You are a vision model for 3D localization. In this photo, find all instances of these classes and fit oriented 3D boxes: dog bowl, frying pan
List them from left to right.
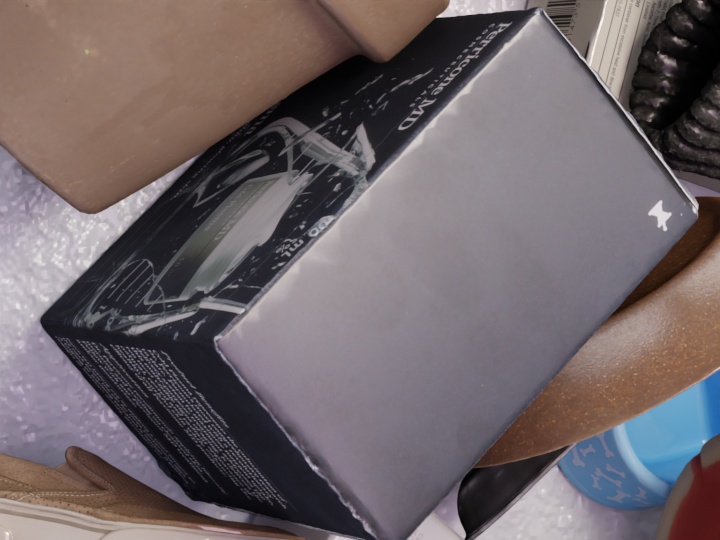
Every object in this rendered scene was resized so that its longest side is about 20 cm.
[{"bbox_3d":[0.108,0.051,1.320,0.031,0.115,0.190,45,109,2],"label":"frying pan"},{"bbox_3d":[0.186,0.053,1.440,0.200,0.050,0.112,-12,98,-27],"label":"dog bowl"}]

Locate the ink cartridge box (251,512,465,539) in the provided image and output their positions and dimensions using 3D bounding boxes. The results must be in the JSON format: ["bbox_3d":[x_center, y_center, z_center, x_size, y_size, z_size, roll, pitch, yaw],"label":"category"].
[{"bbox_3d":[0.017,0.200,1.341,0.200,0.086,0.148,44,73,-23],"label":"ink cartridge box"}]

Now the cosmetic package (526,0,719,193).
[{"bbox_3d":[0.177,-0.092,1.414,0.200,0.073,0.104,19,84,-27],"label":"cosmetic package"}]

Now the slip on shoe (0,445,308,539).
[{"bbox_3d":[-0.117,0.103,1.252,0.200,0.076,0.061,4,68,2],"label":"slip on shoe"}]

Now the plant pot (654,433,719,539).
[{"bbox_3d":[0.238,0.155,1.360,0.177,0.200,0.201,10,88,-17],"label":"plant pot"}]

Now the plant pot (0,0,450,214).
[{"bbox_3d":[-0.090,-0.120,1.225,0.175,0.200,0.200,-46,112,1],"label":"plant pot"}]

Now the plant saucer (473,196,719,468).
[{"bbox_3d":[0.106,0.018,1.301,0.200,0.200,0.037,-34,106,-22],"label":"plant saucer"}]

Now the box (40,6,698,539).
[{"bbox_3d":[0.000,0.000,1.259,0.200,0.197,0.124,-47,112,-18],"label":"box"}]

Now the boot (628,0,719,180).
[{"bbox_3d":[0.224,-0.119,1.347,0.158,0.079,0.211,27,83,-27],"label":"boot"}]
